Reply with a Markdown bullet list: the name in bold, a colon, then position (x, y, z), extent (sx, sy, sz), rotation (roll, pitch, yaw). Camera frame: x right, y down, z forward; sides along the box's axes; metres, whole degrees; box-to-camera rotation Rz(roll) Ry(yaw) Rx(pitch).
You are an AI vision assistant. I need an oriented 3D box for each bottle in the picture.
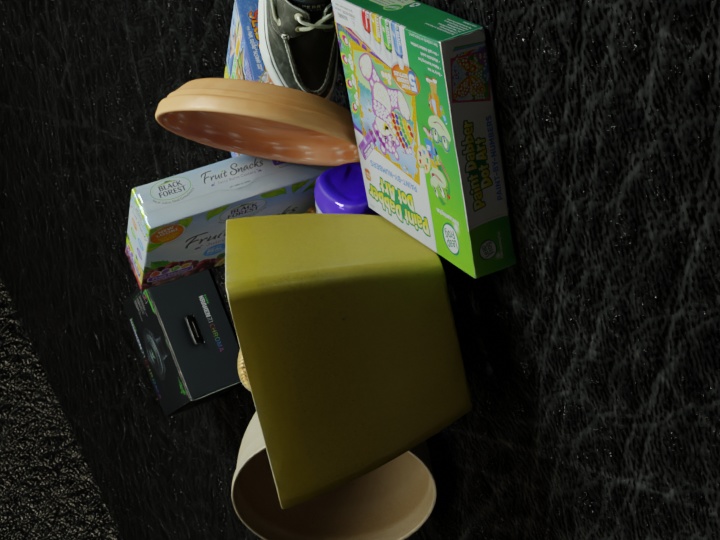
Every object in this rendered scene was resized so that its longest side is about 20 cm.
- **bottle**: position (0.000, 0.000, 1.546), extent (0.084, 0.065, 0.201), rotation (46, 150, 47)

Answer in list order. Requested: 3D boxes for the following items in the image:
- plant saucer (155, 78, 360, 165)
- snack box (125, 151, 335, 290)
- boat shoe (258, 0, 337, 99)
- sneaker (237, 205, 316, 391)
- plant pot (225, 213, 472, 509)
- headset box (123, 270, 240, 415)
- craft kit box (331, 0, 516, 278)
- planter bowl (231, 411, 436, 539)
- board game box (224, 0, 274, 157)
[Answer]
- **plant saucer**: position (-0.085, -0.136, 1.494), extent (0.200, 0.199, 0.038), rotation (173, 108, -70)
- **snack box**: position (-0.131, -0.059, 1.642), extent (0.053, 0.199, 0.142), rotation (64, 160, 20)
- **boat shoe**: position (-0.054, -0.237, 1.458), extent (0.064, 0.070, 0.201), rotation (-144, 41, -60)
- **sneaker**: position (-0.063, 0.037, 1.632), extent (0.075, 0.201, 0.088), rotation (27, 163, -4)
- **plant pot**: position (-0.008, 0.057, 1.406), extent (0.200, 0.175, 0.202), rotation (-103, 1, -72)
- **headset box**: position (-0.237, 0.093, 2.237), extent (0.175, 0.092, 0.200), rotation (69, 160, 4)
- **craft kit box**: position (0.050, -0.118, 1.337), extent (0.200, 0.048, 0.199), rotation (36, 144, 58)
- **planter bowl**: position (-0.026, 0.170, 1.632), extent (0.201, 0.198, 0.135), rotation (92, 178, -46)
- **board game box**: position (-0.108, -0.169, 1.679), extent (0.200, 0.034, 0.136), rotation (109, 151, -62)
